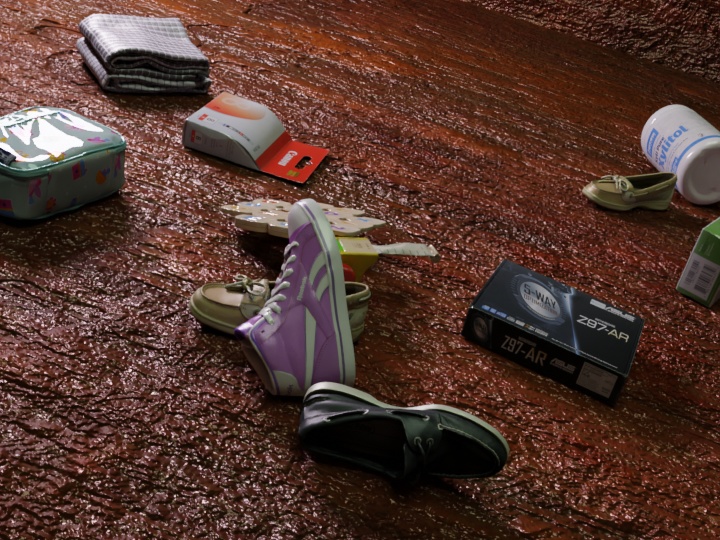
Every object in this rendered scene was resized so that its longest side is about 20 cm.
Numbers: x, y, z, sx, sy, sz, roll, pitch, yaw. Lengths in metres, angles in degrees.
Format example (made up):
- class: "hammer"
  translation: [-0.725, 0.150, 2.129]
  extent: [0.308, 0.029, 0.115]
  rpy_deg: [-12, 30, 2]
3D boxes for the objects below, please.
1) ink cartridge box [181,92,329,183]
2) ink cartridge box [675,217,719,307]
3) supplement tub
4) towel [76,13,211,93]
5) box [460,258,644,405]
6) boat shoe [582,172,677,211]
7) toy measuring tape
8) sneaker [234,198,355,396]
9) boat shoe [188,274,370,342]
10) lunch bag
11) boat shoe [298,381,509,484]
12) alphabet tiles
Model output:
- class: "ink cartridge box"
  translation: [-0.155, -0.208, 1.398]
  extent: [0.196, 0.051, 0.163]
  rpy_deg: [16, 28, 7]
- class: "ink cartridge box"
  translation: [0.558, -0.027, 1.385]
  extent: [0.059, 0.106, 0.198]
  rpy_deg: [31, 32, 27]
- class: "supplement tub"
  translation: [0.642, -0.227, 1.761]
  extent: [0.129, 0.134, 0.201]
  rpy_deg: [8, 28, -13]
- class: "towel"
  translation: [-0.365, -0.369, 1.538]
  extent: [0.197, 0.087, 0.166]
  rpy_deg: [-6, 36, -35]
- class: "box"
  translation: [0.239, 0.070, 1.109]
  extent: [0.197, 0.044, 0.160]
  rpy_deg: [25, 30, 16]
- class: "boat shoe"
  translation: [0.479, -0.147, 1.603]
  extent: [0.196, 0.064, 0.073]
  rpy_deg: [1, 31, -26]
- class: "toy measuring tape"
  translation: [0.000, 0.000, 1.082]
  extent: [0.196, 0.075, 0.074]
  rpy_deg: [1, 31, -24]
- class: "sneaker"
  translation: [-0.075, 0.025, 0.911]
  extent: [0.112, 0.073, 0.205]
  rpy_deg: [-5, 72, -19]
- class: "boat shoe"
  translation: [-0.087, 0.032, 0.985]
  extent: [0.195, 0.064, 0.074]
  rpy_deg: [5, 30, -18]
- class: "lunch bag"
  translation: [-0.401, -0.139, 1.113]
  extent: [0.158, 0.078, 0.199]
  rpy_deg: [28, 30, 20]
- class: "boat shoe"
  translation: [0.035, 0.157, 0.813]
  extent: [0.195, 0.076, 0.066]
  rpy_deg: [18, 30, 6]
- class: "alphabet tiles"
  translation: [-0.073, -0.066, 1.164]
  extent: [0.192, 0.015, 0.199]
  rpy_deg: [12, 15, 23]
